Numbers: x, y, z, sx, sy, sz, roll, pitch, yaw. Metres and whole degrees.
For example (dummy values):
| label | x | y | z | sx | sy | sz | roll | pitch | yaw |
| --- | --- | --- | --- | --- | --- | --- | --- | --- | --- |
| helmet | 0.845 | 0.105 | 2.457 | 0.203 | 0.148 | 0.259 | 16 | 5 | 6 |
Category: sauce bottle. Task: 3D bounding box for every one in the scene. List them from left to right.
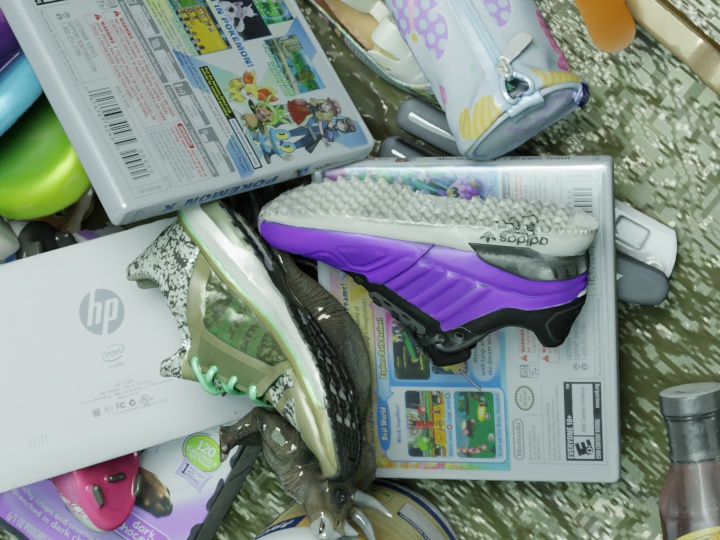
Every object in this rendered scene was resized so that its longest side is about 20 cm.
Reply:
| label | x | y | z | sx | sy | sz | roll | pitch | yaw |
| --- | --- | --- | --- | --- | --- | --- | --- | --- | --- |
| sauce bottle | 0.216 | 0.171 | 1.245 | 0.065 | 0.066 | 0.202 | -9 | 96 | 15 |

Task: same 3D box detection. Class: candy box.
| label | x | y | z | sx | sy | sz | roll | pitch | yaw |
| --- | --- | --- | --- | --- | --- | --- | --- | --- | --- |
| candy box | -0.152 | 0.097 | 1.324 | 0.167 | 0.072 | 0.201 | 31 | 104 | 9 |

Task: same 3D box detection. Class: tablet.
| label | x | y | z | sx | sy | sz | roll | pitch | yaw |
| --- | --- | --- | --- | --- | --- | --- | --- | --- | --- |
| tablet | -0.152 | 0.046 | 1.223 | 0.198 | 0.014 | 0.131 | -16 | 90 | -18 |

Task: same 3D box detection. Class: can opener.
| label | x | y | z | sx | sy | sz | roll | pitch | yaw |
| --- | --- | --- | --- | --- | --- | --- | --- | --- | --- |
| can opener | 0.103 | -0.040 | 1.242 | 0.199 | 0.067 | 0.054 | 28 | 104 | 2 |

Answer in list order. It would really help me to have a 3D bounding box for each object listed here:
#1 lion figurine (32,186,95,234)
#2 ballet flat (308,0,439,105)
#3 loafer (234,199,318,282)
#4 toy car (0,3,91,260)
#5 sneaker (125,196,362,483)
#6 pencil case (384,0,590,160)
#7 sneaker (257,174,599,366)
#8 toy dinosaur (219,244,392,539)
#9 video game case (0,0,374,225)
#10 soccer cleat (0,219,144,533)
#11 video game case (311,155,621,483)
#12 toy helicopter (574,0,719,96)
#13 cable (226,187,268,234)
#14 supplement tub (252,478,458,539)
| label | x | y | z | sx | sy | sz | roll | pitch | yaw |
| --- | --- | --- | --- | --- | --- | --- | --- | --- | --- |
| lion figurine | -0.253 | -0.105 | 1.327 | 0.199 | 0.072 | 0.124 | 22 | 101 | 17 |
| ballet flat | 0.005 | -0.166 | 1.248 | 0.200 | 0.071 | 0.069 | 40 | 105 | 6 |
| loafer | 0.000 | 0.000 | 1.271 | 0.198 | 0.073 | 0.072 | 11 | 99 | 12 |
| toy car | -0.232 | -0.119 | 1.196 | 0.175 | 0.150 | 0.200 | -43 | 59 | 1 |
| sneaker | -0.068 | 0.048 | 1.153 | 0.088 | 0.077 | 0.201 | -36 | 64 | 7 |
| pencil case | 0.052 | -0.162 | 1.175 | 0.083 | 0.091 | 0.201 | -32 | 74 | 15 |
| sneaker | 0.034 | 0.007 | 1.173 | 0.198 | 0.070 | 0.100 | 7 | 111 | 11 |
| toy dinosaur | -0.034 | 0.071 | 1.210 | 0.101 | 0.077 | 0.202 | 2 | 69 | -4 |
| video game case | -0.109 | -0.132 | 1.173 | 0.201 | 0.181 | 0.022 | 60 | 141 | 16 |
| soccer cleat | -0.196 | 0.068 | 1.267 | 0.086 | 0.070 | 0.202 | -15 | 91 | 32 |
| video game case | 0.065 | 0.030 | 1.223 | 0.180 | 0.024 | 0.202 | 0 | 107 | 13 |
| toy helicopter | 0.154 | -0.166 | 1.178 | 0.200 | 0.132 | 0.079 | 41 | 105 | 5 |
| cable | -0.090 | -0.118 | 1.232 | 0.050 | 0.097 | 0.202 | -23 | 66 | 26 |
| supplement tub | -0.017 | 0.217 | 1.240 | 0.143 | 0.200 | 0.146 | 2 | 98 | 14 |
